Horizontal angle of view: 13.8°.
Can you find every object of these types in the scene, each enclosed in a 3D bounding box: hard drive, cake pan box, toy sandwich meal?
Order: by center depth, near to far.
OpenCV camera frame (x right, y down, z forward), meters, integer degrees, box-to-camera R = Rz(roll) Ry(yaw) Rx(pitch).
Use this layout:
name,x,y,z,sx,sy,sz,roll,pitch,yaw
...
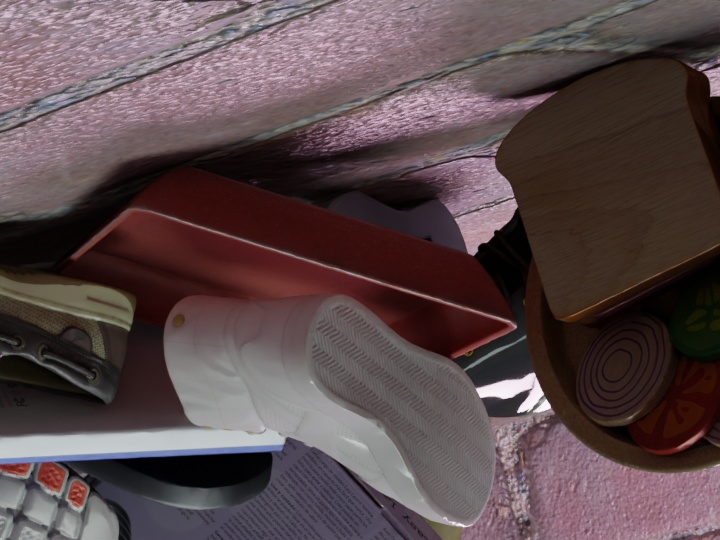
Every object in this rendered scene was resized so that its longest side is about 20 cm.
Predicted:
name,x,y,z,sx,sy,sz,roll,pitch,yaw
toy sandwich meal,0.145,-0.006,1.408,0.205,0.206,0.070,-18,155,32
hard drive,-0.152,0.054,1.555,0.199,0.025,0.132,-1,-147,-23
cake pan box,-0.063,0.167,1.669,0.184,0.200,0.052,-42,-174,18

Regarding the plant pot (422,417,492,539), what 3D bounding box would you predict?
name,x,y,z,sx,sy,sz,roll,pitch,yaw
plant pot,-0.004,0.109,1.758,0.199,0.191,0.200,5,-170,-1

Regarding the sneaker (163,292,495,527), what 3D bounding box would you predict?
name,x,y,z,sx,sy,sz,roll,pitch,yaw
sneaker,-0.018,0.065,1.503,0.115,0.074,0.200,3,152,35

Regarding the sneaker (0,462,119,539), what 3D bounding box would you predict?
name,x,y,z,sx,sy,sz,roll,pitch,yaw
sneaker,-0.219,0.099,1.602,0.199,0.077,0.082,28,-164,-19

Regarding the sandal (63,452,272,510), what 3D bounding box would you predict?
name,x,y,z,sx,sy,sz,roll,pitch,yaw
sandal,-0.139,0.076,1.579,0.199,0.043,0.076,19,-158,-9

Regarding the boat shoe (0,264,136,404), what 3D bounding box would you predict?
name,x,y,z,sx,sy,sz,roll,pitch,yaw
boat shoe,-0.198,0.031,1.453,0.200,0.066,0.072,7,166,-36

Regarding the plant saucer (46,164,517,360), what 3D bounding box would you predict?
name,x,y,z,sx,sy,sz,roll,pitch,yaw
plant saucer,-0.043,0.002,1.485,0.199,0.037,0.200,16,163,-16

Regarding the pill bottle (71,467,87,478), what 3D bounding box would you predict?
name,x,y,z,sx,sy,sz,roll,pitch,yaw
pill bottle,-0.174,0.073,1.754,0.111,0.112,0.200,-13,172,-6

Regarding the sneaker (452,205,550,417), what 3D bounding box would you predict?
name,x,y,z,sx,sy,sz,roll,pitch,yaw
sneaker,0.081,0.009,1.584,0.106,0.075,0.201,-9,135,-36

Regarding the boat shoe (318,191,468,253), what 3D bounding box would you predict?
name,x,y,z,sx,sy,sz,roll,pitch,yaw
boat shoe,0.000,0.000,1.660,0.065,0.074,0.200,-21,170,21
